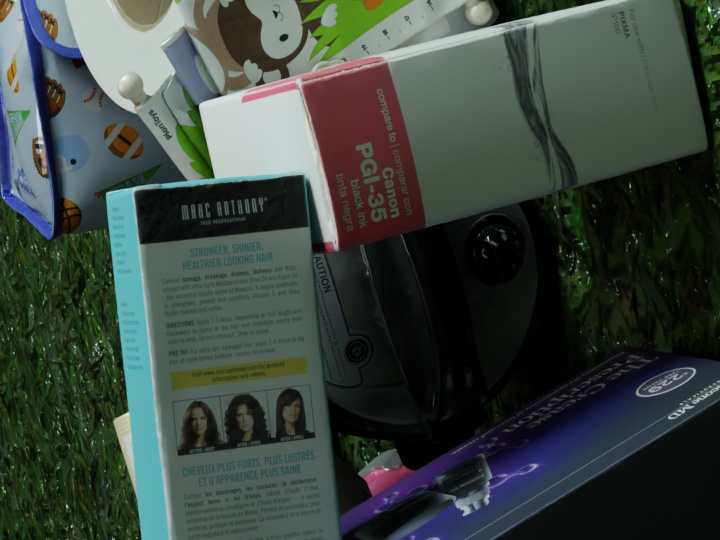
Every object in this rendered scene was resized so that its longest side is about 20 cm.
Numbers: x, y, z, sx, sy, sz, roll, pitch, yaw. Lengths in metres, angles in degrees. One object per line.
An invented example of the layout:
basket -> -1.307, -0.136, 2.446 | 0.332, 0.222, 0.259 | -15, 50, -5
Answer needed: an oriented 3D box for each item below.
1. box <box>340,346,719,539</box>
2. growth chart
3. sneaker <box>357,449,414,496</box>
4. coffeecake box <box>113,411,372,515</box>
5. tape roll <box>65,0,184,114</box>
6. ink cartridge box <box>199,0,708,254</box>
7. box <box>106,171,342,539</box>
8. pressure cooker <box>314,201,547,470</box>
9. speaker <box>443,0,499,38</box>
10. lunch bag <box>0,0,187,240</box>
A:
box -> 0.089, 0.118, 1.297 | 0.141, 0.199, 0.079 | 12, 129, 65
growth chart -> -0.028, -0.117, 1.399 | 0.145, 0.200, 0.018 | 47, 167, -22
sneaker -> 0.054, 0.163, 1.623 | 0.096, 0.079, 0.200 | 61, 163, -15
coffeecake box -> -0.036, 0.158, 1.455 | 0.200, 0.073, 0.154 | 47, -161, -60
tape roll -> -0.068, -0.192, 1.599 | 0.202, 0.139, 0.204 | 14, 106, 56
ink cartridge box -> 0.044, -0.068, 1.341 | 0.146, 0.199, 0.083 | 174, 82, -68
box -> -0.060, 0.060, 1.259 | 0.049, 0.082, 0.201 | 176, 88, -69
pressure cooker -> 0.002, -0.002, 1.512 | 0.179, 0.175, 0.200 | -63, 24, -6
speaker -> -0.007, -0.198, 1.473 | 0.201, 0.081, 0.081 | 60, 163, -16
lunch bag -> -0.139, -0.136, 1.744 | 0.124, 0.169, 0.201 | 31, 128, 59
